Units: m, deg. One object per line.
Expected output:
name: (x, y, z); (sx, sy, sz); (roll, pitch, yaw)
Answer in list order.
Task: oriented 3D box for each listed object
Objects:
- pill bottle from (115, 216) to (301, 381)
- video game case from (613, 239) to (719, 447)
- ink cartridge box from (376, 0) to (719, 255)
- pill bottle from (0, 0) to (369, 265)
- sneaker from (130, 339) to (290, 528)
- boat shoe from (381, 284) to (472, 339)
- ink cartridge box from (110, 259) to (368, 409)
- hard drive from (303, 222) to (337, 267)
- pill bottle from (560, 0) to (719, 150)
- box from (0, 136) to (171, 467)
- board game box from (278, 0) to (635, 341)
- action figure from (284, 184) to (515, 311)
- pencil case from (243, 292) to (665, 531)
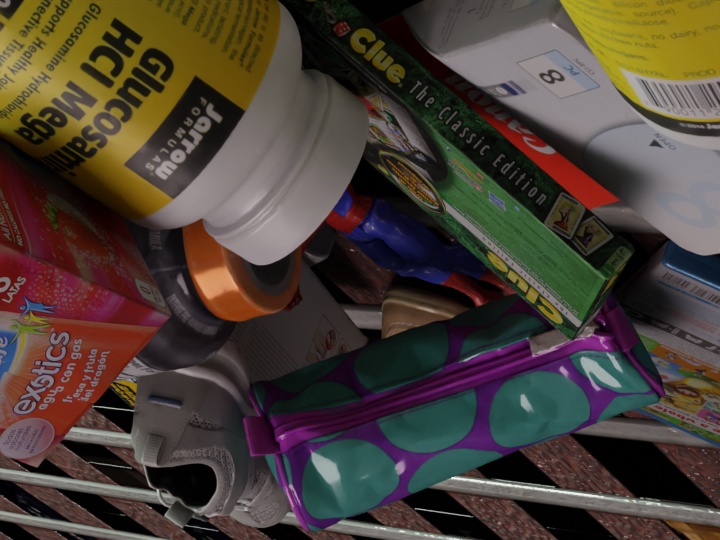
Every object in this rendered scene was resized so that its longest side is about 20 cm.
pill bottle: (-0.128, 0.001, 1.019); (0.199, 0.107, 0.106); (-11, 144, 28)
video game case: (0.193, 0.048, 1.129); (0.142, 0.018, 0.200); (24, 159, -4)
ink cartridge box: (0.085, -0.060, 0.936); (0.160, 0.048, 0.199); (34, 155, -25)
pill bottle: (-0.097, -0.089, 0.879); (0.199, 0.113, 0.112); (34, 156, -24)
sneaker: (-0.086, 0.101, 1.138); (0.074, 0.082, 0.200); (11, 157, 20)
boat shoe: (0.044, 0.071, 1.265); (0.071, 0.065, 0.200); (16, 158, 15)
ink cartridge box: (-0.117, 0.015, 1.193); (0.174, 0.084, 0.200); (10, 156, 29)
hard drive: (-0.109, -0.025, 1.244); (0.131, 0.026, 0.200); (29, 158, -16)
pill bottle: (0.095, -0.134, 0.662); (0.111, 0.112, 0.200); (8, 154, 34)
box: (-0.174, -0.025, 0.915); (0.099, 0.096, 0.200); (27, -158, -43)
board game box: (0.031, -0.053, 0.936); (0.200, 0.023, 0.105); (42, 164, 8)
action figure: (0.000, 0.000, 1.104); (0.200, 0.099, 0.065); (37, 154, -26)
pencil case: (0.046, 0.060, 1.070); (0.199, 0.086, 0.092); (-22, 163, 6)
